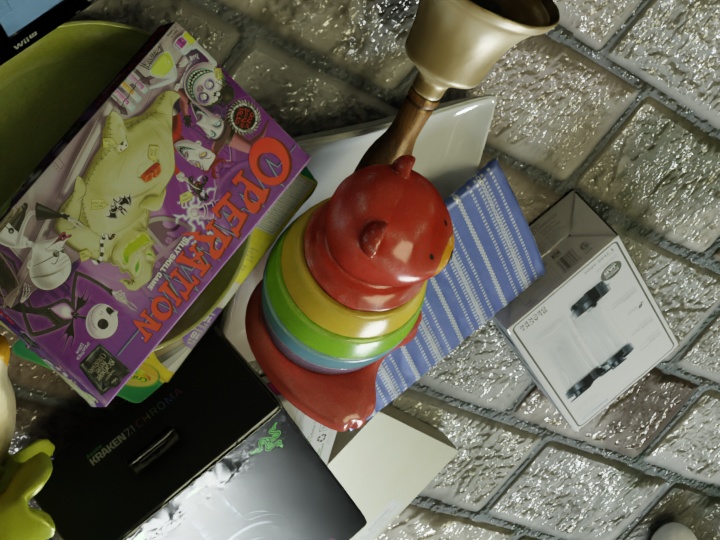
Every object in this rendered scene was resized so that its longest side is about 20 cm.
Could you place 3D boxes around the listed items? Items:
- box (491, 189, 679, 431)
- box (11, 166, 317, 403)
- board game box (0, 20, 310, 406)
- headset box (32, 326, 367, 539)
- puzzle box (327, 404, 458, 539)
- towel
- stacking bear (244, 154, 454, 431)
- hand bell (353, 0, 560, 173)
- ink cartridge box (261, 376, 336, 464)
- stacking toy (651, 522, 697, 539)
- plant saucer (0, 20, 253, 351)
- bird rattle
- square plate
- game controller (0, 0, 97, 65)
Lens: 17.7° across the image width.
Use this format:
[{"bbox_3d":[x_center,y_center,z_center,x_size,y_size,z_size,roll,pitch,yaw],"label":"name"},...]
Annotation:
[{"bbox_3d":[0.171,0.036,1.840,0.117,0.060,0.200,-40,145,-1],"label":"box"},{"bbox_3d":[-0.132,-0.011,1.490,0.117,0.048,0.200,27,107,-37],"label":"box"},{"bbox_3d":[-0.132,-0.034,1.354,0.120,0.032,0.200,46,69,-21],"label":"board game box"},{"bbox_3d":[-0.113,0.159,1.619,0.174,0.093,0.200,-39,143,-6],"label":"headset box"},{"bbox_3d":[-0.025,0.191,1.855,0.200,0.025,0.133,-47,145,9],"label":"puzzle box"},{"bbox_3d":[0.040,0.020,1.684,0.200,0.024,0.145,-39,143,-7],"label":"towel"},{"bbox_3d":[0.000,0.000,1.490,0.122,0.114,0.200,-60,-179,-30],"label":"stacking bear"},{"bbox_3d":[0.037,-0.108,1.518,0.104,0.104,0.200,1,129,-44],"label":"hand bell"},{"bbox_3d":[-0.103,0.130,1.706,0.200,0.037,0.095,-16,138,-35],"label":"ink cartridge box"},{"bbox_3d":[0.305,0.329,2.266,0.146,0.146,0.200,-23,123,-24],"label":"stacking toy"},{"bbox_3d":[-0.158,-0.046,1.373,0.199,0.031,0.201,2,86,-25],"label":"plant saucer"},{"bbox_3d":[-0.291,0.109,1.472,0.199,0.113,0.164,2,109,-13],"label":"bird rattle"},{"bbox_3d":[-0.009,-0.032,1.623,0.198,0.028,0.200,-16,139,-32],"label":"square plate"},{"bbox_3d":[-0.165,-0.182,1.297,0.200,0.042,0.104,-35,144,-7],"label":"game controller"}]
